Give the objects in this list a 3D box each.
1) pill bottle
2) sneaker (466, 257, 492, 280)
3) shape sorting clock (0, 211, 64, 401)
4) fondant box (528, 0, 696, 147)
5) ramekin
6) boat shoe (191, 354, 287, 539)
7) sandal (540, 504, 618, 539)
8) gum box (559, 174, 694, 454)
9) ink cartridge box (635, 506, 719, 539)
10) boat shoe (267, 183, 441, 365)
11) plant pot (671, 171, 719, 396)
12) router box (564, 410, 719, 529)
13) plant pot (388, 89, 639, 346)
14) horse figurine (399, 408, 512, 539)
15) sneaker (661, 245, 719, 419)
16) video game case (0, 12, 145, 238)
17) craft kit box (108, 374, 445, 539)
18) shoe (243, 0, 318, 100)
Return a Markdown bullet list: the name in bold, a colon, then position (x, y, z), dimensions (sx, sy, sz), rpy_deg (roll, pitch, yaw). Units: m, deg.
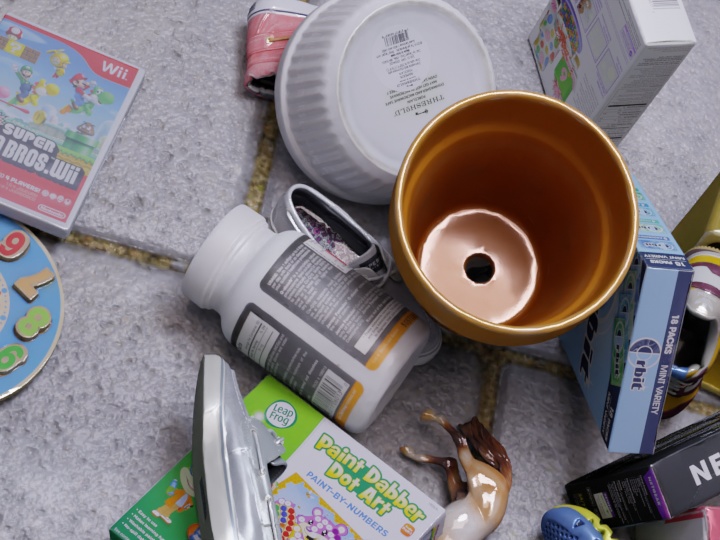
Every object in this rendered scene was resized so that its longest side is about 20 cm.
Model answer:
- **pill bottle**: position (-0.048, 0.039, 1.334), dimensions (0.199, 0.117, 0.117), rpy_deg (36, 60, 8)
- **sneaker**: position (0.130, -0.043, 1.457), dimensions (0.197, 0.078, 0.080), rpy_deg (-6, 56, -19)
- **shape sorting clock**: position (-0.347, 0.024, 1.303), dimensions (0.197, 0.039, 0.202), rpy_deg (7, 63, -13)
- **fondant box**: position (0.238, -0.223, 1.502), dimensions (0.058, 0.200, 0.146), rpy_deg (-5, 65, -20)
- **ramekin**: position (0.030, -0.161, 1.421), dimensions (0.198, 0.105, 0.203), rpy_deg (-1, 92, -23)
- **boat shoe**: position (-0.094, 0.160, 1.237), dimensions (0.071, 0.070, 0.203), rpy_deg (1, 56, -16)
- **sandal**: position (0.193, 0.294, 1.305), dimensions (0.086, 0.080, 0.202), rpy_deg (-14, 67, -18)
- **gum box**: position (0.224, 0.032, 1.339), dimensions (0.044, 0.172, 0.201), rpy_deg (4, 26, -8)
- **ink cartridge box**: position (0.353, 0.252, 1.326), dimensions (0.197, 0.146, 0.086), rpy_deg (4, 76, -13)
- **boat shoe**: position (0.000, 0.000, 1.397), dimensions (0.072, 0.069, 0.200), rpy_deg (-36, 79, -29)
- **plant pot**: position (0.384, -0.012, 1.454), dimensions (0.194, 0.195, 0.201), rpy_deg (25, 52, -3)
- **router box**: position (0.297, 0.164, 1.351), dimensions (0.198, 0.149, 0.052), rpy_deg (-21, 85, -24)
- **plant pot**: position (0.115, -0.024, 1.311), dimensions (0.197, 0.183, 0.203), rpy_deg (2, 75, -6)
- **horse figurine**: position (0.070, 0.207, 1.327), dimensions (0.132, 0.050, 0.200), rpy_deg (36, 63, 12)
- **sneaker**: position (0.273, 0.074, 1.364), dimensions (0.074, 0.201, 0.090), rpy_deg (20, 44, 12)
- **video game case**: position (-0.292, -0.134, 1.398), dimensions (0.141, 0.018, 0.202), rpy_deg (22, 54, -4)
- **craft kit box**: position (-0.066, 0.211, 1.261), dimensions (0.199, 0.049, 0.197), rpy_deg (35, 56, 20)
- **shoe**: position (-0.015, -0.199, 1.497), dimensions (0.197, 0.072, 0.092), rpy_deg (8, 65, -8)
